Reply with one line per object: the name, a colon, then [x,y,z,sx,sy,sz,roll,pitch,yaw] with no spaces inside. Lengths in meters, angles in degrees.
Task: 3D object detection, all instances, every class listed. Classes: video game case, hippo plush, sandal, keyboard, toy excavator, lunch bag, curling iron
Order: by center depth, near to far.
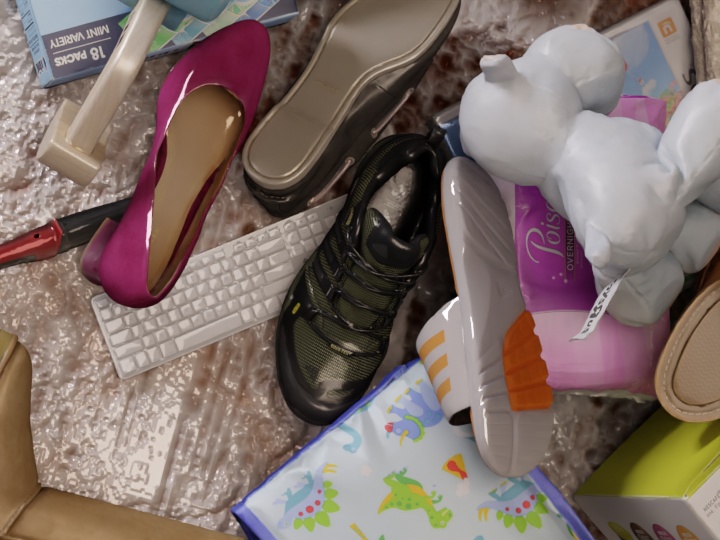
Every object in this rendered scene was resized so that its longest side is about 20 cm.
toy excavator: [-0.122,-0.170,1.492,0.100,0.194,0.201,31,50,-13]
hippo plush: [0.134,-0.058,1.511,0.161,0.160,0.200,36,59,21]
sandal: [0.068,0.034,1.525,0.079,0.059,0.208,18,57,-49]
curling iron: [-0.201,-0.028,1.550,0.199,0.026,0.050,-13,91,-17]
lunch bag: [0.039,0.176,1.551,0.170,0.127,0.200,-39,98,-15]
keyboard: [-0.074,0.008,1.592,0.199,0.011,0.057,-23,92,-16]
video game case: [0.168,-0.063,1.662,0.199,0.022,0.183,-27,93,-16]

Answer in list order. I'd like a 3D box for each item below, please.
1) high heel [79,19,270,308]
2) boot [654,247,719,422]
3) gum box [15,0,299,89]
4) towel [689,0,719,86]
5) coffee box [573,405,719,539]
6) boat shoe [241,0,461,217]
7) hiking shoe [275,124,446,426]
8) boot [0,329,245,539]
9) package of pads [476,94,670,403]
high heel: [-0.098,-0.065,1.526,0.067,0.096,0.201,30,84,-30]
boot: [0.239,0.024,1.585,0.074,0.155,0.200,43,75,-5]
gum box: [-0.149,-0.235,1.572,0.169,0.045,0.201,-16,91,-17]
towel: [0.285,-0.164,1.687,0.132,0.034,0.201,2,81,-23]
coffee box: [0.295,0.150,1.589,0.200,0.200,0.198,-42,97,-14]
boat shoe: [-0.006,-0.117,1.606,0.067,0.057,0.200,34,71,22]
hiking shoe: [0.000,0.000,1.556,0.075,0.101,0.201,20,81,-4]
boot: [-0.166,0.148,1.531,0.199,0.066,0.176,19,93,-13]
package of pads: [0.136,-0.013,1.597,0.120,0.076,0.201,1,85,-18]
